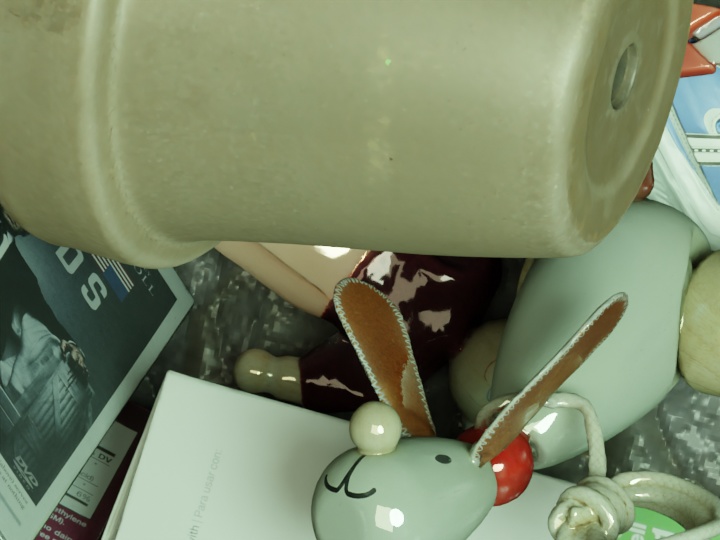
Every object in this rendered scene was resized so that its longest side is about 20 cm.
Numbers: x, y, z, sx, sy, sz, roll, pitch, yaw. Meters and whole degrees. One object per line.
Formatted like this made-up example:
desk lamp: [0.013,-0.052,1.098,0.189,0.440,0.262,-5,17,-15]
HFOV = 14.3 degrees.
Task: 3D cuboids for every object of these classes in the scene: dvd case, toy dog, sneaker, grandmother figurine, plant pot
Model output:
dvd case: [-0.128,-0.006,0.950,0.025,0.200,0.150,-26,105,23]
toy dog: [0.060,0.016,0.913,0.132,0.200,0.097,-3,112,21]
sneaker: [0.144,-0.037,1.000,0.200,0.076,0.077,37,102,-3]
grandmother figurine: [0.000,0.000,1.024,0.200,0.061,0.121,38,107,0]
plant pot: [0.003,-0.082,0.880,0.174,0.200,0.201,17,99,21]

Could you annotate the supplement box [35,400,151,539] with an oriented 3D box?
supplement box: [-0.150,0.124,0.964,0.086,0.200,0.110,28,126,-2]

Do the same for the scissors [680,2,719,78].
scissors: [0.122,-0.083,0.966,0.199,0.014,0.073,-6,77,13]

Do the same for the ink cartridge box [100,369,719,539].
ink cartridge box: [0.011,0.120,0.988,0.200,0.146,0.084,16,64,1]
